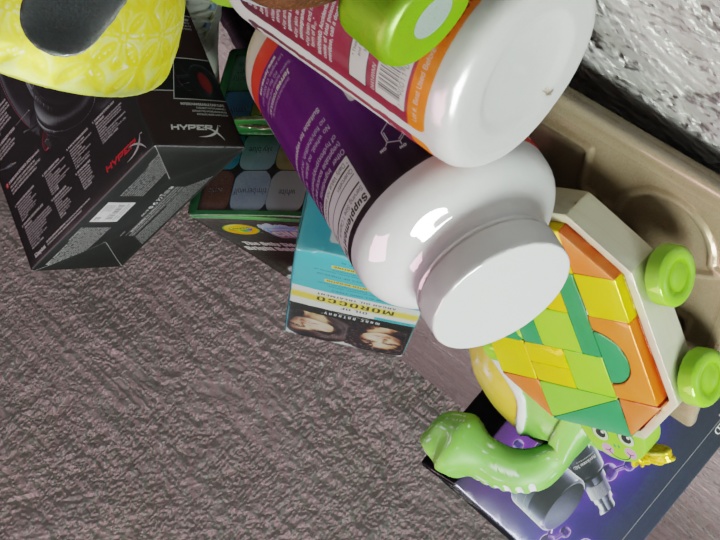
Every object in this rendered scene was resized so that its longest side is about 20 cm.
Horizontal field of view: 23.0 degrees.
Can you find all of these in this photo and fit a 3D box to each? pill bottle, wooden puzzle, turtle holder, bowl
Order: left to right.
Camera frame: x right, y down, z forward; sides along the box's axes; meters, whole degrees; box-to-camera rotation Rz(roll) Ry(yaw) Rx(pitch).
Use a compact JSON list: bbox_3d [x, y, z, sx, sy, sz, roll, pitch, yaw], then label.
[{"bbox_3d":[-0.171,-0.189,0.935,0.200,0.108,0.200,24,-156,-12],"label":"bowl"},{"bbox_3d":[0.004,-0.143,0.840,0.200,0.110,0.110,38,174,25],"label":"pill bottle"},{"bbox_3d":[0.026,-0.060,0.915,0.200,0.112,0.112,59,-175,32],"label":"pill bottle"},{"bbox_3d":[0.128,0.054,1.142,0.132,0.186,0.141,36,-159,12],"label":"turtle holder"},{"bbox_3d":[0.135,-0.024,0.990,0.185,0.046,0.200,34,147,22],"label":"wooden puzzle"}]

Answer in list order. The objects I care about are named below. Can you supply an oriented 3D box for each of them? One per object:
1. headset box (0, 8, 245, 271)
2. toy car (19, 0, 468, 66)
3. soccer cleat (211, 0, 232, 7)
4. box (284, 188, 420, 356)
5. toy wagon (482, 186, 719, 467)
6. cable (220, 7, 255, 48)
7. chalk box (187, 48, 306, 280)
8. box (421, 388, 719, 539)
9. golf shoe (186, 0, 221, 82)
[{"bbox_3d":[-0.173,-0.122,1.109,0.075,0.149,0.200,-3,-118,-45],"label":"headset box"},{"bbox_3d":[-0.071,-0.147,0.684,0.164,0.200,0.158,43,145,21],"label":"toy car"},{"bbox_3d":[-0.096,-0.236,0.993,0.081,0.068,0.200,2,134,43],"label":"soccer cleat"},{"bbox_3d":[0.000,0.000,1.066,0.082,0.049,0.200,12,164,0],"label":"box"},{"bbox_3d":[0.128,0.041,0.988,0.155,0.040,0.200,11,133,46],"label":"toy wagon"},{"bbox_3d":[-0.131,-0.187,1.247,0.200,0.163,0.051,43,138,-19],"label":"cable"},{"bbox_3d":[-0.023,-0.072,1.159,0.125,0.124,0.200,3,161,32],"label":"chalk box"},{"bbox_3d":[0.165,0.110,1.250,0.141,0.200,0.079,42,174,-18],"label":"box"},{"bbox_3d":[-0.121,-0.177,1.142,0.097,0.078,0.200,1,99,63],"label":"golf shoe"}]
